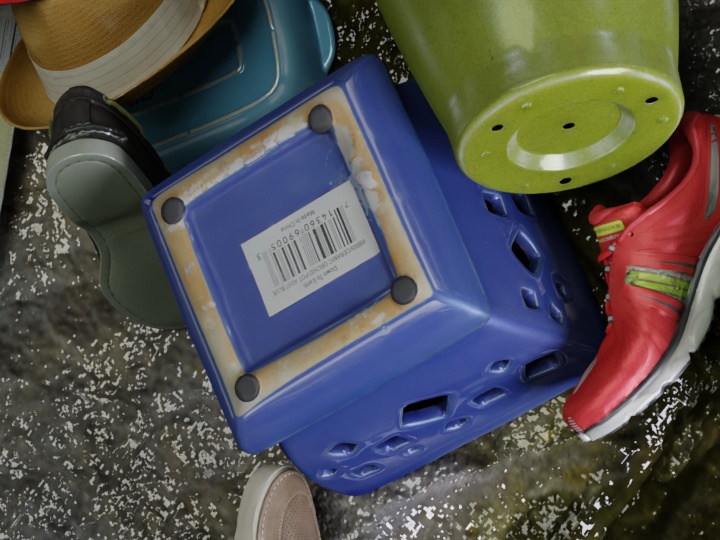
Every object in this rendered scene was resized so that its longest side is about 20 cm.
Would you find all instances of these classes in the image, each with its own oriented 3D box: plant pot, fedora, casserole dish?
[{"bbox_3d":[0.000,0.000,1.443,0.199,0.180,0.201,-30,69,20],"label":"plant pot"},{"bbox_3d":[-0.166,-0.175,1.552,0.200,0.082,0.201,-25,33,17],"label":"fedora"},{"bbox_3d":[0.095,-0.155,1.388,0.199,0.200,0.194,-23,62,22],"label":"plant pot"},{"bbox_3d":[-0.111,-0.126,1.597,0.199,0.039,0.122,-19,73,24],"label":"casserole dish"}]

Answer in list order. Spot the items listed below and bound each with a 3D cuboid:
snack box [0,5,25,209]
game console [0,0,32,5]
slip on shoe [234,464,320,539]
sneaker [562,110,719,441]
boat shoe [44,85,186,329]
[{"bbox_3d":[-0.283,-0.107,1.625,0.037,0.116,0.201,15,96,57],"label":"snack box"},{"bbox_3d":[-0.256,-0.233,1.565,0.176,0.031,0.201,-1,48,13],"label":"game console"},{"bbox_3d":[-0.031,0.216,1.482,0.060,0.076,0.201,-5,83,31],"label":"slip on shoe"},{"bbox_3d":[0.159,0.000,1.403,0.085,0.077,0.201,31,83,-12],"label":"sneaker"},{"bbox_3d":[-0.138,-0.035,1.521,0.071,0.202,0.061,-13,55,8],"label":"boat shoe"}]
